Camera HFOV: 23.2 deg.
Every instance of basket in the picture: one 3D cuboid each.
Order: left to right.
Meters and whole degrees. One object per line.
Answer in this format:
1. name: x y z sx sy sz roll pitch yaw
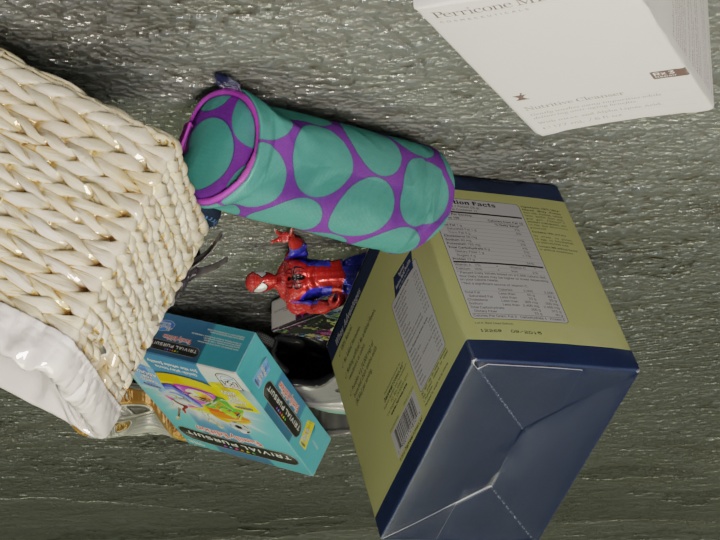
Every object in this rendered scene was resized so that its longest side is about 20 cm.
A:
1. basket: -0.211 -0.022 1.053 0.200 0.161 0.198 27 166 8

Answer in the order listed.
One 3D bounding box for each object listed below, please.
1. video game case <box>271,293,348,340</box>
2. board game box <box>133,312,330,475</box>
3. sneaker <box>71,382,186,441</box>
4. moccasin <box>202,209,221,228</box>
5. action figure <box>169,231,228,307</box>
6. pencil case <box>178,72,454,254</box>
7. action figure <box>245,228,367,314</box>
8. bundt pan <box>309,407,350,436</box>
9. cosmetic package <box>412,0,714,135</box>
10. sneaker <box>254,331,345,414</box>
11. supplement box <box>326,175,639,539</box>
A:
1. video game case: 0.048 0.035 1.616 0.200 0.036 0.181 9 160 -33
2. board game box: -0.133 0.115 1.662 0.151 0.047 0.200 11 151 29
3. sneaker: -0.226 0.149 1.941 0.199 0.076 0.088 5 179 -14
4. moccasin: -0.202 -0.036 1.289 0.199 0.068 0.080 2 163 -13
5. action figure: -0.208 0.012 1.400 0.199 0.102 0.119 -2 152 4
6. pencil case: -0.030 -0.066 1.181 0.200 0.085 0.092 13 -164 -44
7. action figure: 0.000 0.000 1.444 0.199 0.065 0.099 -5 172 5
8. bundt pan: -0.008 0.136 1.845 0.201 0.076 0.202 -3 173 0
9. cosmetic package: 0.113 -0.146 0.935 0.113 0.081 0.200 -8 164 25
10. sneaker: -0.087 0.088 1.710 0.199 0.078 0.140 -3 159 20
11. supplement box: 0.083 0.066 1.322 0.134 0.200 0.200 5 132 -22
